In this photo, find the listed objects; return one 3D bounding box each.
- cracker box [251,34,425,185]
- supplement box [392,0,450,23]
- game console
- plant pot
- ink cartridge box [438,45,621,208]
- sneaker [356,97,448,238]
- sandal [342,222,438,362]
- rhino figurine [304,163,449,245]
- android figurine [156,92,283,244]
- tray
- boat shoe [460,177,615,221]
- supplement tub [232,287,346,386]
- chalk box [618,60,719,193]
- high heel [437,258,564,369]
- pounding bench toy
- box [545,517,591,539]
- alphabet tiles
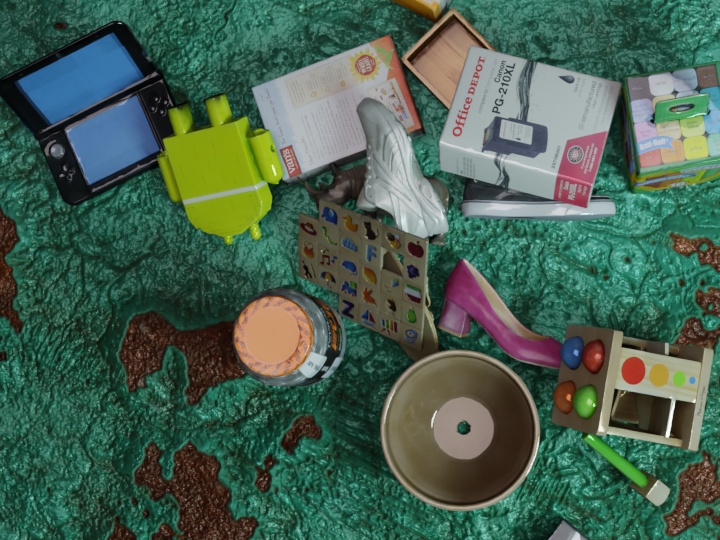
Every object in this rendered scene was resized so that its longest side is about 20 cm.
[{"bbox_3d":[-0.029,-0.212,1.776,0.199,0.058,0.135,-20,84,6],"label":"cracker box"},{"bbox_3d":[0.094,-0.448,1.768,0.126,0.074,0.201,28,90,9],"label":"supplement box"},{"bbox_3d":[-0.357,-0.208,1.795,0.199,0.118,0.172,-26,82,6],"label":"game console"},{"bbox_3d":[0.128,0.201,1.702,0.199,0.093,0.202,-1,86,8],"label":"plant pot"},{"bbox_3d":[0.209,-0.181,1.675,0.199,0.084,0.146,16,74,10],"label":"ink cartridge box"},{"bbox_3d":[0.030,-0.122,1.690,0.099,0.078,0.201,-26,80,1],"label":"sneaker"},{"bbox_3d":[0.060,0.015,1.737,0.077,0.070,0.212,-23,100,49],"label":"sandal"},{"bbox_3d":[0.023,-0.095,1.756,0.199,0.060,0.088,12,89,7],"label":"rhino figurine"},{"bbox_3d":[-0.187,-0.130,1.770,0.181,0.041,0.201,-11,106,29],"label":"android figurine"},{"bbox_3d":[0.157,-0.240,1.762,0.099,0.037,0.200,-44,80,3],"label":"tray"},{"bbox_3d":[0.229,-0.100,1.727,0.199,0.070,0.067,1,87,16],"label":"boat shoe"},{"bbox_3d":[-0.091,0.086,1.690,0.122,0.200,0.123,-1,86,8],"label":"supplement tub"},{"bbox_3d":[0.388,-0.177,1.638,0.124,0.200,0.125,-8,84,8],"label":"chalk box"},{"bbox_3d":[0.200,0.059,1.717,0.199,0.067,0.097,21,99,23],"label":"high heel"},{"bbox_3d":[0.316,0.177,1.630,0.155,0.124,0.201,11,87,-18],"label":"pounding bench toy"},{"bbox_3d":[0.286,0.437,1.680,0.200,0.050,0.158,39,92,10],"label":"box"},{"bbox_3d":[0.000,0.000,1.720,0.199,0.008,0.168,23,130,28],"label":"alphabet tiles"}]
